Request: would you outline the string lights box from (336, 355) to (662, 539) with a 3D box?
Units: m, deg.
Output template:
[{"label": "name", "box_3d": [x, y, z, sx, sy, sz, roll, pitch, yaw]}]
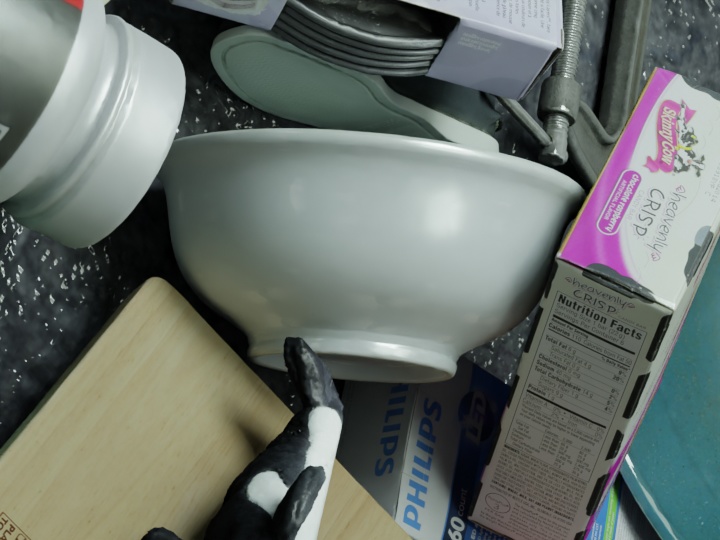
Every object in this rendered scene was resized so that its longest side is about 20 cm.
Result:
[{"label": "string lights box", "box_3d": [0.072, 0.122, 1.497, 0.200, 0.059, 0.103, 33, 58, -36]}]

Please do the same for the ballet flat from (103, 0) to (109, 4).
[{"label": "ballet flat", "box_3d": [-0.111, -0.176, 1.352, 0.064, 0.076, 0.201, 25, 74, 6]}]

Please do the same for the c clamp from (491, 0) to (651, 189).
[{"label": "c clamp", "box_3d": [0.124, -0.132, 1.597, 0.171, 0.027, 0.201, 53, 42, -50]}]

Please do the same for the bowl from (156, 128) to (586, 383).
[{"label": "bowl", "box_3d": [0.000, 0.000, 1.356, 0.200, 0.200, 0.091, 14, 77, -43]}]

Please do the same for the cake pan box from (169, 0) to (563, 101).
[{"label": "cake pan box", "box_3d": [0.005, -0.185, 1.424, 0.183, 0.052, 0.201, 12, 53, -17]}]

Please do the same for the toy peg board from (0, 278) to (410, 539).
[{"label": "toy peg board", "box_3d": [-0.090, 0.146, 1.297, 0.199, 0.098, 0.200, 46, 38, -8]}]

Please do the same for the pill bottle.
[{"label": "pill bottle", "box_3d": [-0.178, -0.096, 1.233, 0.199, 0.114, 0.114, 29, 61, -28]}]

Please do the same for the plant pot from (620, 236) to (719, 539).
[{"label": "plant pot", "box_3d": [0.247, 0.052, 1.555, 0.200, 0.188, 0.201, 40, 32, -31]}]

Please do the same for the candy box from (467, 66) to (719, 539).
[{"label": "candy box", "box_3d": [0.117, 0.024, 1.392, 0.061, 0.201, 0.137, 24, 49, 7]}]

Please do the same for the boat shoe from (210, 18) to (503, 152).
[{"label": "boat shoe", "box_3d": [-0.001, -0.101, 1.469, 0.200, 0.075, 0.061, 27, 63, -52]}]

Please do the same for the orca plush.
[{"label": "orca plush", "box_3d": [-0.053, 0.103, 1.224, 0.071, 0.106, 0.201, 13, 49, 1]}]
